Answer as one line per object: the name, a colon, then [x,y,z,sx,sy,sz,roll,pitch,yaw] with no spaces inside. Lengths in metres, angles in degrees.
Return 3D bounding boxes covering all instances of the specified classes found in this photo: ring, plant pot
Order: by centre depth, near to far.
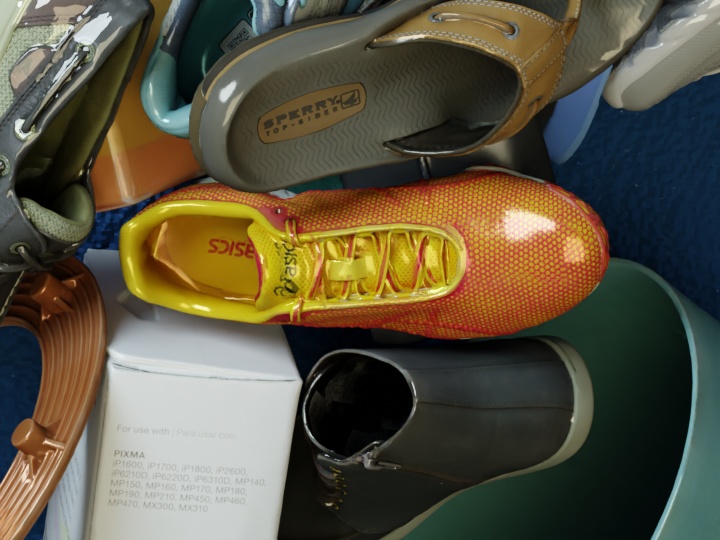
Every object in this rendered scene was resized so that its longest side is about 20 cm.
ring: [-0.177,0.074,1.199,0.019,0.201,0.200,38,100,-30]
plant pot: [0.131,0.119,1.266,0.161,0.201,0.201,29,103,-29]

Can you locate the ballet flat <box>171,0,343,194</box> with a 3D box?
ballet flat: [-0.024,-0.070,1.240,0.070,0.067,0.200,-23,110,3]

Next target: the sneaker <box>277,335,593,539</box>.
sneaker: [-0.007,0.069,1.234,0.106,0.200,0.075,4,67,-41]

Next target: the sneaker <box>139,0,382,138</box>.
sneaker: [-0.016,-0.123,1.117,0.078,0.086,0.200,39,117,11]

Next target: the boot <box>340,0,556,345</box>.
boot: [0.061,-0.078,1.181,0.164,0.066,0.201,-7,100,23]

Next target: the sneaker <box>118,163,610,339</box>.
sneaker: [0.000,0.000,1.155,0.199,0.077,0.073,-2,104,20]

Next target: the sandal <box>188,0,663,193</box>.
sandal: [0.033,-0.078,1.101,0.200,0.055,0.082,-21,124,-16]

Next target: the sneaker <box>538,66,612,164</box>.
sneaker: [0.081,-0.144,1.229,0.078,0.070,0.201,15,105,-13]

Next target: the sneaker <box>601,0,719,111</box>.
sneaker: [0.195,-0.115,1.251,0.200,0.075,0.082,-30,109,3]

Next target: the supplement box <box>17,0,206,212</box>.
supplement box: [-0.122,-0.125,1.182,0.069,0.066,0.201,-5,102,33]

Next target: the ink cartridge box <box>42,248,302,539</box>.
ink cartridge box: [-0.087,0.109,1.252,0.085,0.148,0.201,7,108,-12]

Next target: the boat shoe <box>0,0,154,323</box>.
boat shoe: [-0.135,-0.030,1.135,0.066,0.072,0.201,29,111,21]
